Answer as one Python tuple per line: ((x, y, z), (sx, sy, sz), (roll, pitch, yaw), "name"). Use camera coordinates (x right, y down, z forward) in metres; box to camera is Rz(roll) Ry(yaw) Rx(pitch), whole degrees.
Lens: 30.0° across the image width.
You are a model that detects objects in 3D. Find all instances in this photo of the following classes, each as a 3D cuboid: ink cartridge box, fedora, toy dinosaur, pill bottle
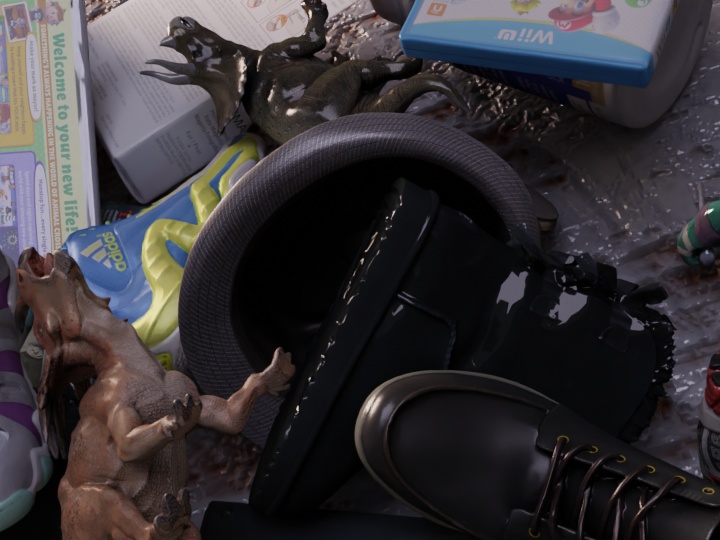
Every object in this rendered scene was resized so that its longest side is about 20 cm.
((-0.098, -0.152, 0.913), (0.199, 0.057, 0.163), (-30, 43, -6), "ink cartridge box")
((0.000, 0.000, 0.737), (0.200, 0.177, 0.090), (-44, 16, 11), "fedora")
((-0.114, 0.094, 0.632), (0.134, 0.086, 0.202), (-6, 70, 32), "toy dinosaur")
((0.107, -0.174, 0.840), (0.199, 0.120, 0.120), (24, 63, 31), "pill bottle")
((-0.023, -0.100, 0.792), (0.199, 0.077, 0.103), (28, 66, 27), "toy dinosaur")

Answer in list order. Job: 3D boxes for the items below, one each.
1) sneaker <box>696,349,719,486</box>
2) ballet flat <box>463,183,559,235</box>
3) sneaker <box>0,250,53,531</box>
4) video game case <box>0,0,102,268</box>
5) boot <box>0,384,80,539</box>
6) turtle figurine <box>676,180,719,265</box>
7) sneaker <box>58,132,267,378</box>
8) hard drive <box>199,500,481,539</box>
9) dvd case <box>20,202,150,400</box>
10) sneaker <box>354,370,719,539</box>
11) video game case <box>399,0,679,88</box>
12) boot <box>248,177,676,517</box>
((0.256, 0.087, 0.634), (0.198, 0.083, 0.078), (11, 35, 7), "sneaker")
((0.031, -0.056, 0.822), (0.199, 0.067, 0.047), (25, 105, 28), "ballet flat")
((-0.214, 0.026, 0.672), (0.077, 0.141, 0.201), (-20, 43, -5), "sneaker")
((-0.253, -0.072, 0.820), (0.180, 0.022, 0.202), (-5, 78, -9), "video game case")
((-0.199, 0.148, 0.711), (0.160, 0.074, 0.200), (-1, 52, 11), "boot")
((0.242, -0.040, 0.718), (0.148, 0.101, 0.201), (-19, 56, 1), "turtle figurine")
((-0.119, -0.023, 0.792), (0.104, 0.076, 0.201), (11, 39, 4), "sneaker")
((0.004, 0.186, 0.651), (0.198, 0.033, 0.141), (1, 54, 18), "hard drive")
((-0.232, 0.015, 0.860), (0.198, 0.022, 0.147), (3, 55, 20), "dvd case")
((0.098, 0.095, 0.587), (0.198, 0.106, 0.076), (21, 82, -9), "sneaker")
((0.121, -0.193, 0.761), (0.142, 0.018, 0.201), (12, 61, 24), "video game case")
((0.052, 0.065, 0.675), (0.161, 0.073, 0.200), (27, 100, -9), "boot")
